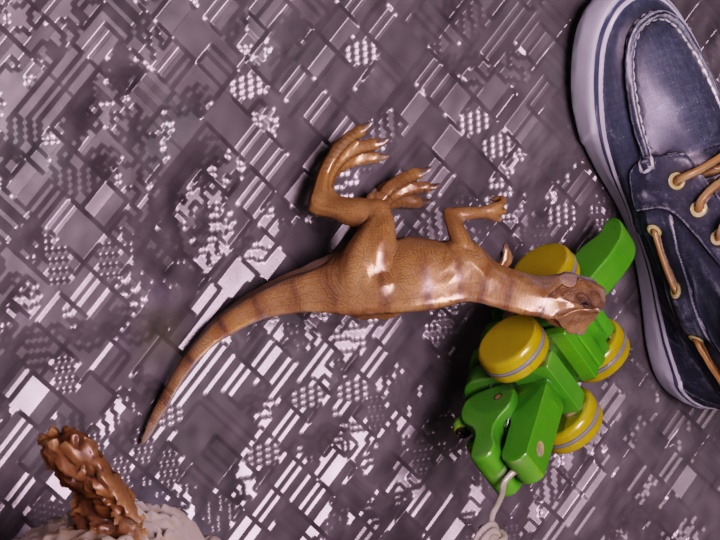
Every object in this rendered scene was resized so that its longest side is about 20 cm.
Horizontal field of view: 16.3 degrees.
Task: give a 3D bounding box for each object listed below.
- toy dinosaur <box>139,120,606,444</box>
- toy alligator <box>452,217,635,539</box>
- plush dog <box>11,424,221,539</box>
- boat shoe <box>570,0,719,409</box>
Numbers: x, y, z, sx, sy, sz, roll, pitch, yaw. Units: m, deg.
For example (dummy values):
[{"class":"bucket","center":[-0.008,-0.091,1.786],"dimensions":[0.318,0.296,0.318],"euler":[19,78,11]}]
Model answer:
[{"class":"toy dinosaur","center":[0.000,0.000,1.039],"dimensions":[0.198,0.061,0.107],"euler":[-7,55,5]},{"class":"toy alligator","center":[0.065,0.055,1.071],"dimensions":[0.059,0.054,0.201],"euler":[51,48,-31]},{"class":"plush dog","center":[-0.127,0.158,0.918],"dimensions":[0.171,0.200,0.161],"euler":[-30,109,14]},{"class":"boat shoe","center":[0.159,-0.030,1.112],"dimensions":[0.070,0.091,0.202],"euler":[-25,106,-26]}]
